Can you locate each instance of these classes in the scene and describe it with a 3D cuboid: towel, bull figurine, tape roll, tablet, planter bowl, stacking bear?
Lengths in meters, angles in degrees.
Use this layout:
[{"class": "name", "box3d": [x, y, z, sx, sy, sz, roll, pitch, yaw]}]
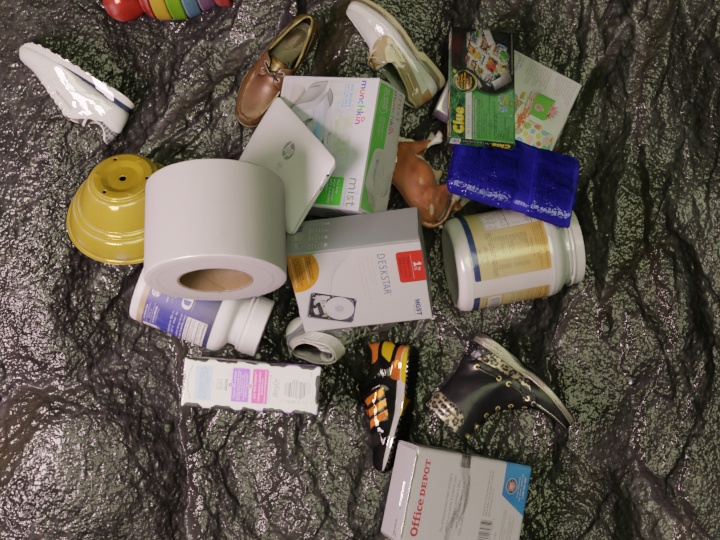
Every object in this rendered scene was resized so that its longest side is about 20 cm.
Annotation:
[{"class": "towel", "box3d": [0.233, -0.149, 1.649, 0.197, 0.050, 0.149, 16, 45, -1]}, {"class": "bull figurine", "box3d": [0.089, -0.160, 1.710, 0.121, 0.065, 0.201, -30, 75, -10]}, {"class": "tape roll", "box3d": [-0.202, -0.052, 1.524, 0.199, 0.203, 0.141, -1, 71, -4]}, {"class": "tablet", "box3d": [-0.113, -0.158, 1.617, 0.014, 0.200, 0.131, 16, 114, -43]}, {"class": "planter bowl", "box3d": [-0.348, -0.113, 1.627, 0.197, 0.084, 0.202, -1, 52, 1]}, {"class": "stacking bear", "box3d": [-0.306, -0.443, 1.695, 0.197, 0.121, 0.115, -13, 80, 4]}]

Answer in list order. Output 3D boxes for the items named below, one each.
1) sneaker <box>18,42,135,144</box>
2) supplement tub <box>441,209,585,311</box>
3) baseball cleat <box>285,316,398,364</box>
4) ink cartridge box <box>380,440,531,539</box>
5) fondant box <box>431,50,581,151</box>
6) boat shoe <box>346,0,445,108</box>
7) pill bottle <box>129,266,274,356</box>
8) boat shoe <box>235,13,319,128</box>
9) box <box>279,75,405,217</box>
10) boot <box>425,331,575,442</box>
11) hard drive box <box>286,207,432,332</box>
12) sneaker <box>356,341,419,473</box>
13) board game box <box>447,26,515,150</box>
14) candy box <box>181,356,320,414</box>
[{"class": "sneaker", "box3d": [-0.450, -0.279, 1.689, 0.199, 0.076, 0.081, 32, 94, 0]}, {"class": "supplement tub", "box3d": [0.234, -0.023, 1.683, 0.197, 0.144, 0.147, -10, 87, -5]}, {"class": "baseball cleat", "box3d": [-0.015, 0.097, 1.676, 0.197, 0.107, 0.070, -16, 123, 1]}, {"class": "ink cartridge box", "box3d": [0.145, 0.349, 1.655, 0.197, 0.084, 0.147, 13, 86, -20]}, {"class": "fondant box", "box3d": [0.233, -0.272, 1.744, 0.198, 0.058, 0.146, 26, 84, -1]}, {"class": "boat shoe", "box3d": [0.044, -0.345, 1.726, 0.200, 0.075, 0.068, 45, 78, -1]}, {"class": "pill bottle", "box3d": [-0.237, 0.052, 1.654, 0.198, 0.120, 0.121, 21, 85, -3]}, {"class": "boat shoe", "box3d": [-0.136, -0.319, 1.714, 0.071, 0.068, 0.202, 30, 85, -3]}, {"class": "box", "box3d": [-0.038, -0.185, 1.663, 0.174, 0.096, 0.203, 8, 85, 30]}, {"class": "boot", "box3d": [0.217, 0.215, 1.703, 0.203, 0.073, 0.154, 41, 87, 4]}, {"class": "hard drive box", "box3d": [0.000, 0.000, 1.611, 0.197, 0.077, 0.157, -7, 130, 7]}, {"class": "sneaker", "box3d": [0.033, 0.209, 1.699, 0.089, 0.070, 0.203, 11, 92, 22]}, {"class": "board game box", "box3d": [0.185, -0.281, 1.670, 0.103, 0.024, 0.203, 7, 65, -7]}, {"class": "candy box", "box3d": [-0.161, 0.170, 1.627, 0.197, 0.168, 0.073, 4, 86, -4]}]
